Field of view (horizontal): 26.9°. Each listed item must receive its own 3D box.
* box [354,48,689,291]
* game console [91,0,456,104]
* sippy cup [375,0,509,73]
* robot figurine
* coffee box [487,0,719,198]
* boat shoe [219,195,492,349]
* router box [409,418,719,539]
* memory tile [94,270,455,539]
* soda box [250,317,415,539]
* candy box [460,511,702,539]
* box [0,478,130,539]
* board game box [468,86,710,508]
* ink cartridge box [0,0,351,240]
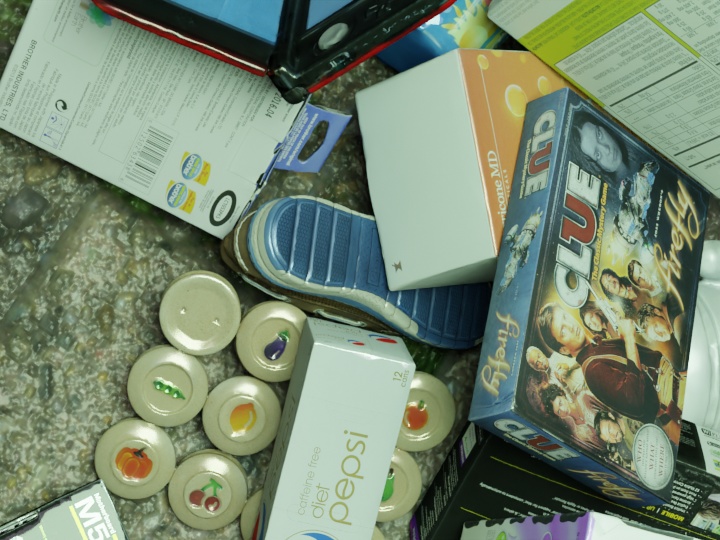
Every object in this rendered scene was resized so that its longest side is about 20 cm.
[{"bbox_3d":[0.108,-0.063,0.944,0.199,0.097,0.126,-5,82,-41],"label":"box"},{"bbox_3d":[-0.039,-0.198,0.848,0.171,0.201,0.119,-29,121,22],"label":"game console"},{"bbox_3d":[0.059,-0.194,0.971,0.139,0.177,0.131,41,76,-29],"label":"sippy cup"},{"bbox_3d":[0.240,0.061,0.988,0.198,0.113,0.172,-2,107,-15],"label":"robot figurine"},{"bbox_3d":[0.228,-0.191,0.847,0.197,0.200,0.201,35,70,-12],"label":"coffee box"},{"bbox_3d":[0.000,0.000,0.950,0.199,0.072,0.073,24,70,-37],"label":"boat shoe"},{"bbox_3d":[0.149,0.152,0.938,0.198,0.051,0.150,21,120,-11],"label":"router box"},{"bbox_3d":[-0.051,0.101,0.925,0.198,0.017,0.155,25,97,-9],"label":"memory tile"},{"bbox_3d":[-0.025,0.136,0.891,0.063,0.068,0.202,12,99,-8],"label":"soda box"},{"bbox_3d":[0.098,0.221,0.799,0.071,0.200,0.170,16,76,-11],"label":"candy box"},{"bbox_3d":[-0.197,0.253,0.874,0.192,0.047,0.202,-25,88,-20],"label":"box"},{"bbox_3d":[0.135,0.016,0.856,0.135,0.034,0.202,30,60,-32],"label":"board game box"},{"bbox_3d":[-0.106,-0.111,0.906,0.199,0.137,0.077,28,36,-9],"label":"ink cartridge box"}]
